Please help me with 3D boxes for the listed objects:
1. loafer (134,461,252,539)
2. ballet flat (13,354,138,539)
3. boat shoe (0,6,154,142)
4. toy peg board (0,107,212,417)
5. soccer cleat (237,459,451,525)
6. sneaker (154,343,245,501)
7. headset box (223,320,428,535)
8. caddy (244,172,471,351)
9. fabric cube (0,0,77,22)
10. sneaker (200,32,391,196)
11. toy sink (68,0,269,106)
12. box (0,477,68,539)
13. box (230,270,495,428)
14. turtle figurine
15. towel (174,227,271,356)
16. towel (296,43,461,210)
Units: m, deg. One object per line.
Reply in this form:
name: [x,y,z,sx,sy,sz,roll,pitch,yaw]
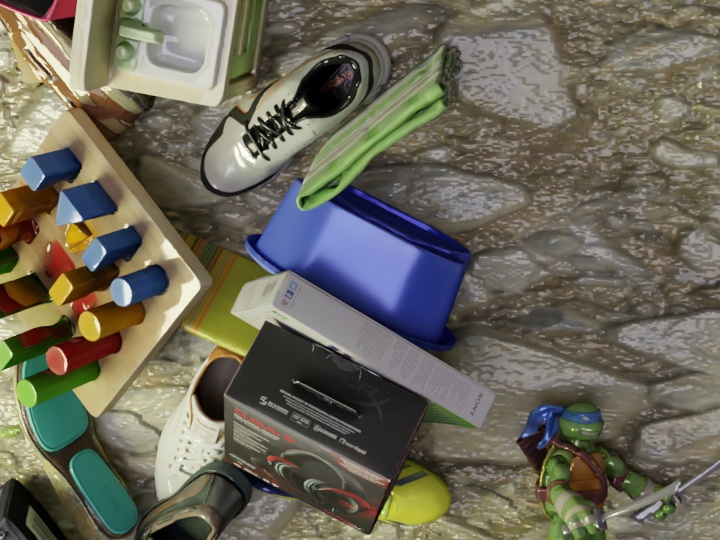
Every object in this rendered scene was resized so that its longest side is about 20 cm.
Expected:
loafer: [-0.168,0.245,1.324,0.072,0.063,0.200,36,130,-4]
ballet flat: [-0.278,0.168,1.368,0.070,0.071,0.201,-27,94,15]
boat shoe: [-0.274,-0.192,1.279,0.200,0.076,0.074,43,109,0]
toy peg board: [-0.262,0.006,1.257,0.200,0.098,0.199,50,125,11]
soccer cleat: [-0.018,0.194,1.309,0.198,0.084,0.065,15,105,7]
sneaker: [-0.146,0.146,1.324,0.072,0.085,0.202,22,107,3]
headset box: [-0.032,0.129,1.188,0.147,0.200,0.075,27,67,5]
caddy: [0.000,0.000,1.235,0.198,0.141,0.106,27,101,4]
fabric cube: [-0.269,-0.334,1.182,0.195,0.199,0.202,26,105,3]
sneaker: [-0.066,-0.133,1.250,0.199,0.080,0.074,-38,94,17]
toy sink: [-0.144,-0.210,1.185,0.111,0.200,0.132,12,103,8]
box: [-0.367,0.305,1.333,0.199,0.148,0.105,-38,101,-4]
box: [-0.001,0.066,1.192,0.199,0.144,0.037,32,78,-14]
turtle figurine: [0.216,0.222,1.243,0.198,0.144,0.196,12,108,11]
towel: [-0.104,0.034,1.292,0.198,0.018,0.087,24,65,10]
towel: [0.020,-0.114,1.176,0.149,0.200,0.031,-38,101,16]
